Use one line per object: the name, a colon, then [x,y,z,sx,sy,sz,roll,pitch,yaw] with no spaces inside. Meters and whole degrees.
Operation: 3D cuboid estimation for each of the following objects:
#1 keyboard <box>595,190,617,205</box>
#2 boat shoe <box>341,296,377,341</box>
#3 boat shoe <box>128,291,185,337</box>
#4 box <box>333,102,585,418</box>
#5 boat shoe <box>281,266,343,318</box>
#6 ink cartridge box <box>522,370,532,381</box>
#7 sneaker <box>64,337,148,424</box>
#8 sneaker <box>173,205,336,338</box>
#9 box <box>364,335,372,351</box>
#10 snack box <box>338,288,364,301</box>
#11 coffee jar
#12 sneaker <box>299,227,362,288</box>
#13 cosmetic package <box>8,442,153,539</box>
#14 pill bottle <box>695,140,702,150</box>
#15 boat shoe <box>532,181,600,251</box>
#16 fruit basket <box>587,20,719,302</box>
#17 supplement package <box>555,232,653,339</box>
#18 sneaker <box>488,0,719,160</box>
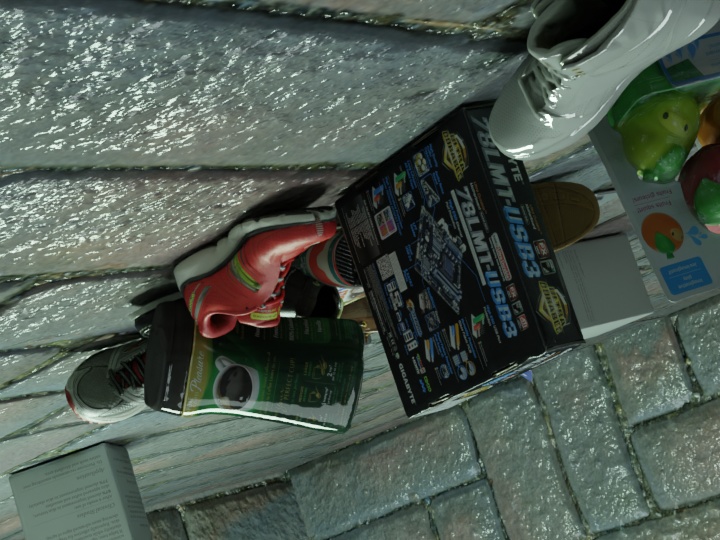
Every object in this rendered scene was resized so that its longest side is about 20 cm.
keyboard: [0.227,-0.055,1.751,0.056,0.011,0.200,-17,171,-41]
boat shoe: [-0.029,0.071,1.767,0.072,0.068,0.200,-10,167,-39]
boat shoe: [-0.150,0.054,1.477,0.073,0.061,0.200,-22,169,27]
box: [0.074,-0.003,1.193,0.049,0.202,0.198,-11,166,-36]
boat shoe: [-0.052,0.037,1.496,0.060,0.072,0.201,22,178,14]
ink cartridge box: [0.125,0.099,1.905,0.044,0.199,0.196,-58,169,-4]
sneaker: [-0.219,0.095,1.568,0.199,0.078,0.082,-24,170,-28]
sneaker: [-0.080,0.004,1.271,0.077,0.086,0.199,-10,167,-42]
box: [-0.097,0.117,1.944,0.198,0.049,0.158,-17,169,-15]
snack box: [0.000,0.000,1.571,0.071,0.025,0.200,-16,170,-11]
coffee jar: [-0.100,0.088,1.382,0.198,0.105,0.086,7,-152,-10]
sneaker: [0.029,-0.025,1.425,0.199,0.071,0.093,-13,-174,-39]
cosmetic package: [-0.437,0.398,2.372,0.166,0.202,0.166,-18,170,-1]
pill bottle: [0.370,-0.150,1.218,0.109,0.110,0.200,-12,168,-34]
boat shoe: [0.144,-0.041,1.522,0.198,0.074,0.069,-16,-178,-9]
fruit basket: [0.258,-0.090,1.083,0.184,0.201,0.094,-14,154,-23]
supplement package: [0.274,0.034,1.995,0.199,0.118,0.117,-9,166,-40]
sneaker: [0.128,-0.139,0.963,0.115,0.074,0.200,-6,154,-46]
